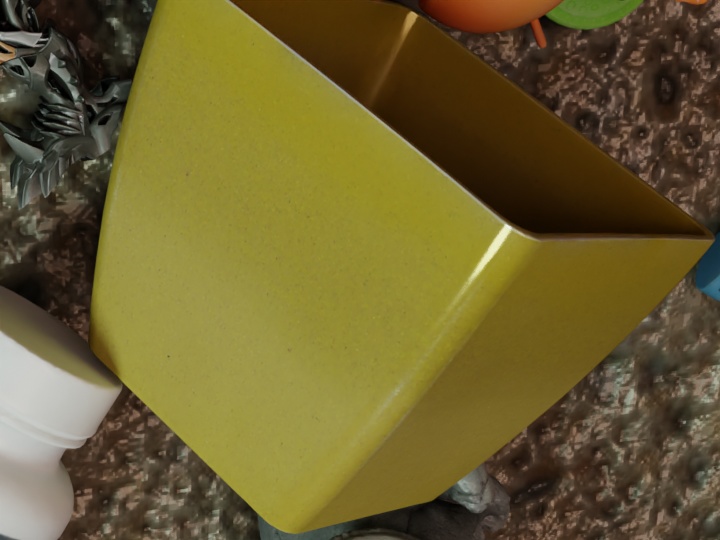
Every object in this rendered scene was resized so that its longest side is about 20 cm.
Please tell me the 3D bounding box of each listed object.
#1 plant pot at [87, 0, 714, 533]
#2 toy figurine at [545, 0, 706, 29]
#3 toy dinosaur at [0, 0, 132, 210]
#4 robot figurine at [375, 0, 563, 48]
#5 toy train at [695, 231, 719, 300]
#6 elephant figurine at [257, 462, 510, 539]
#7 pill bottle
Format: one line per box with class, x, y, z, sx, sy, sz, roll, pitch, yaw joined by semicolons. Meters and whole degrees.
plant pot;0.000;0.000;0.794;0.200;0.200;0.177;-2;127;-58
toy figurine;0.159;-0.184;0.817;0.150;0.184;0.201;5;110;-24
toy dinosaur;-0.158;-0.104;0.777;0.200;0.102;0.136;-29;104;16
robot figurine;0.033;-0.185;0.787;0.200;0.117;0.144;44;96;-9
toy train;0.278;-0.042;0.992;0.115;0.085;0.200;29;98;-16
elephant figurine;0.007;0.175;0.885;0.154;0.200;0.142;-4;133;14
pill bottle;-0.197;0.107;0.793;0.119;0.120;0.200;32;95;-30
